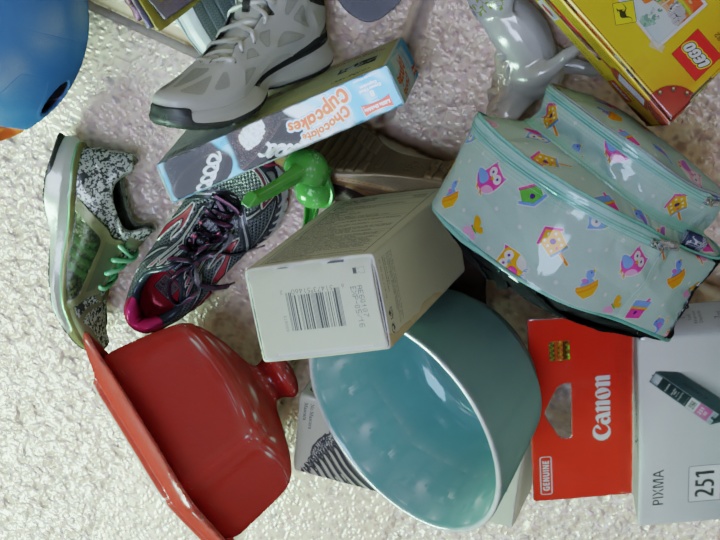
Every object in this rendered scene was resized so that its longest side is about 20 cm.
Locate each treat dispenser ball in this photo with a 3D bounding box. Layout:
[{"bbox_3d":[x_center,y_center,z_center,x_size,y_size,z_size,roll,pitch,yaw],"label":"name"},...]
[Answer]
[{"bbox_3d":[-0.316,-0.200,1.657,0.199,0.201,0.203,8,116,16],"label":"treat dispenser ball"}]

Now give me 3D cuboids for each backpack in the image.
[{"bbox_3d":[0.156,-0.044,1.513,0.176,0.199,0.154,42,114,36],"label":"backpack"}]

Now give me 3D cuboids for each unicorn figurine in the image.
[{"bbox_3d":[0.129,-0.171,1.594,0.137,0.074,0.202,-18,93,36],"label":"unicorn figurine"}]

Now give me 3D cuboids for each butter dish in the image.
[{"bbox_3d":[-0.119,0.124,1.758,0.147,0.200,0.200,-35,64,-3],"label":"butter dish"}]

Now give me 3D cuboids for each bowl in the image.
[{"bbox_3d":[0.066,0.094,1.640,0.200,0.105,0.202,33,142,30],"label":"bowl"}]

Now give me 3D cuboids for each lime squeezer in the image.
[{"bbox_3d":[-0.044,-0.055,1.622,0.037,0.200,0.071,17,81,12],"label":"lime squeezer"}]

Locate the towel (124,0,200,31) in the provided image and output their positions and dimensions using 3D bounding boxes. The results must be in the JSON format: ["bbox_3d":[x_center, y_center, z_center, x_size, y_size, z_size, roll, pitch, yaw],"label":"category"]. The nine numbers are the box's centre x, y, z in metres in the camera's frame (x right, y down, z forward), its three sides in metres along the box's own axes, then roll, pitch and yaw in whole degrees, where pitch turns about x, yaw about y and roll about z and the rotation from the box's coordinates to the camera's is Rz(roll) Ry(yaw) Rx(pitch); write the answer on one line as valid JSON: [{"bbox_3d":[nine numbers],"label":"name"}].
[{"bbox_3d":[-0.154,-0.302,1.601,0.201,0.143,0.023,62,159,-11],"label":"towel"}]

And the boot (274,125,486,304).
[{"bbox_3d":[0.018,-0.025,1.696,0.199,0.072,0.168,17,131,28],"label":"boot"}]

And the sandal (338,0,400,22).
[{"bbox_3d":[0.024,-0.281,1.589,0.076,0.043,0.201,27,120,6],"label":"sandal"}]

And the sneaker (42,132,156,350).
[{"bbox_3d":[-0.219,-0.019,1.785,0.088,0.077,0.202,2,117,9],"label":"sneaker"}]

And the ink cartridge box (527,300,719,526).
[{"bbox_3d":[0.222,0.118,1.651,0.172,0.044,0.201,-5,127,0],"label":"ink cartridge box"}]

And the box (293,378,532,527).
[{"bbox_3d":[0.048,0.145,1.763,0.198,0.068,0.083,13,118,14],"label":"box"}]

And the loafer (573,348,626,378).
[{"bbox_3d":[0.212,0.006,1.640,0.075,0.068,0.202,19,119,10],"label":"loafer"}]

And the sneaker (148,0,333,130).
[{"bbox_3d":[-0.096,-0.187,1.587,0.075,0.200,0.116,13,121,31],"label":"sneaker"}]

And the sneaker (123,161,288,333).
[{"bbox_3d":[-0.129,-0.022,1.746,0.080,0.075,0.201,36,119,1],"label":"sneaker"}]

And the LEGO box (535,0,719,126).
[{"bbox_3d":[0.201,-0.227,1.494,0.149,0.077,0.200,-43,96,-2],"label":"LEGO box"}]

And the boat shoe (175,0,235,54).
[{"bbox_3d":[-0.150,-0.251,1.660,0.066,0.073,0.201,-14,103,45],"label":"boat shoe"}]

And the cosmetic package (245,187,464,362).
[{"bbox_3d":[0.000,0.000,1.543,0.103,0.200,0.074,-7,103,21],"label":"cosmetic package"}]

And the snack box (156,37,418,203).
[{"bbox_3d":[-0.055,-0.119,1.627,0.198,0.116,0.037,-22,103,14],"label":"snack box"}]
